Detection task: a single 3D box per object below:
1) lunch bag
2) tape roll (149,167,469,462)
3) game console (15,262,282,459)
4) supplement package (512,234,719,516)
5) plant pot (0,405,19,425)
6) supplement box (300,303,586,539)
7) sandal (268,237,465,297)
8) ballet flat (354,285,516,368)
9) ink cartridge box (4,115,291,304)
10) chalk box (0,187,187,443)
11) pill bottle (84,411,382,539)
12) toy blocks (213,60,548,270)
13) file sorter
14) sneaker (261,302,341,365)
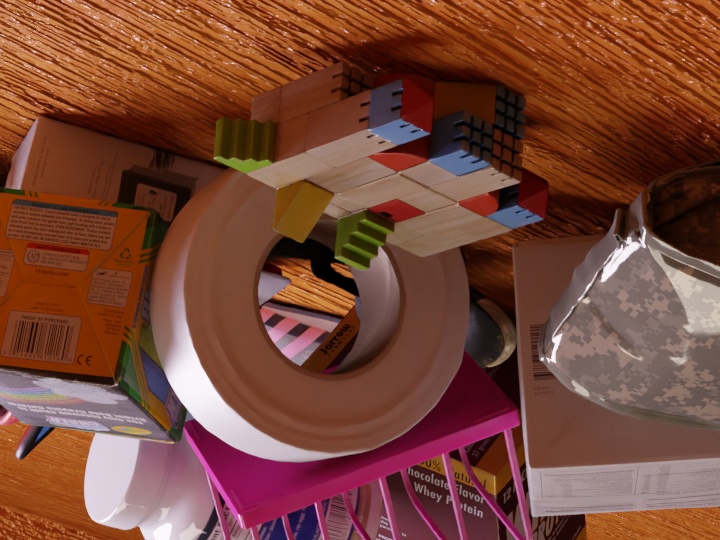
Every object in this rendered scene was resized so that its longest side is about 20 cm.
[{"bbox_3d":[0.218,0.015,1.433,0.199,0.118,0.164,12,146,-14],"label":"lunch bag"},{"bbox_3d":[-0.032,0.020,1.565,0.201,0.204,0.071,17,166,-20],"label":"tape roll"},{"bbox_3d":[-0.157,0.067,1.853,0.171,0.120,0.200,2,-167,9],"label":"game console"},{"bbox_3d":[0.181,0.073,1.629,0.149,0.153,0.200,-4,165,4],"label":"supplement package"},{"bbox_3d":[-0.319,0.014,1.821,0.181,0.202,0.200,7,169,-20],"label":"plant pot"},{"bbox_3d":[0.061,0.154,1.909,0.196,0.133,0.201,20,138,27],"label":"supplement box"},{"bbox_3d":[0.000,0.000,1.699,0.075,0.045,0.199,3,-178,37],"label":"sandal"},{"bbox_3d":[0.062,0.029,1.805,0.056,0.067,0.200,-9,-166,-27],"label":"ballet flat"},{"bbox_3d":[-0.148,-0.038,1.708,0.199,0.067,0.116,16,165,-14],"label":"ink cartridge box"},{"bbox_3d":[-0.180,0.039,1.649,0.123,0.125,0.200,7,164,13],"label":"chalk box"},{"bbox_3d":[-0.093,0.161,1.778,0.199,0.117,0.116,18,165,-26],"label":"pill bottle"},{"bbox_3d":[0.035,-0.069,1.407,0.136,0.101,0.199,-17,150,42],"label":"toy blocks"},{"bbox_3d":[0.003,0.151,1.670,0.199,0.126,0.139,-20,-152,-12],"label":"file sorter"},{"bbox_3d":[-0.081,0.072,2.066,0.199,0.083,0.070,12,167,1],"label":"sneaker"}]
